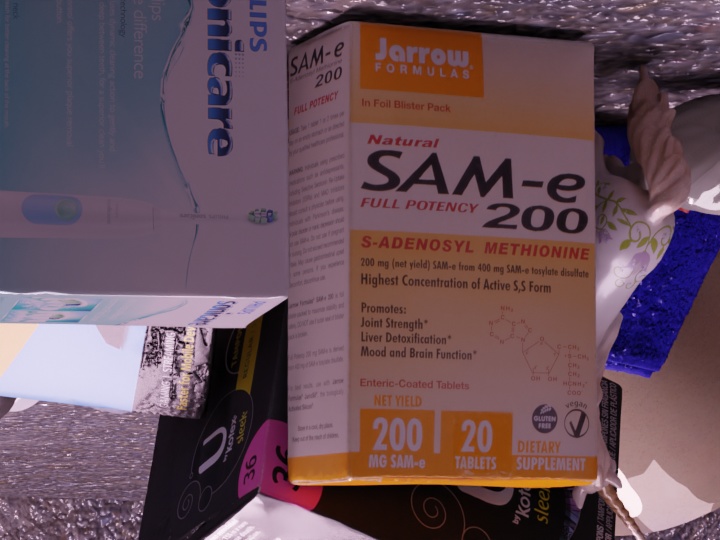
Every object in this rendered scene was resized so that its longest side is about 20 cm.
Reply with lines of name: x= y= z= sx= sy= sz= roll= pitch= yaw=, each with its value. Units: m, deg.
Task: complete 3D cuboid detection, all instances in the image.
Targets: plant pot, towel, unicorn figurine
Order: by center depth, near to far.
unicorn figurine: x=0.103 y=0.013 z=1.248 sx=0.073 sy=0.138 sz=0.201 roll=-2 pitch=127 yaw=-23
towel: x=0.108 y=-0.009 z=1.371 sx=0.199 sy=0.148 sz=0.050 roll=5 pitch=-148 yaw=-39
plant pot: x=0.157 y=0.037 z=1.569 sx=0.199 sy=0.201 sz=0.135 roll=-8 pitch=133 yaw=34

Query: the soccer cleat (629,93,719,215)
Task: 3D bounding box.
soccer cleat: x=0.228 y=-0.068 z=1.255 sx=0.198 sy=0.070 sz=0.078 roll=-2 pitch=152 yaw=6

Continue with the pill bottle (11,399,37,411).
pill bottle: x=-0.287 y=0.041 z=1.668 sx=0.111 sy=0.113 sz=0.199 roll=-8 pitch=168 yaw=36

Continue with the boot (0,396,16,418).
boot: x=-0.292 y=0.017 z=1.436 sx=0.199 sy=0.074 sz=0.151 roll=5 pitch=-148 yaw=-19

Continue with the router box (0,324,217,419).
router box: x=-0.132 y=-0.021 z=1.182 sx=0.148 sy=0.051 sz=0.201 roll=7 pitch=137 yaw=-3

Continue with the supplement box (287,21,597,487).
supplement box: x=0.037 y=-0.004 z=1.179 sx=0.125 sy=0.202 sz=0.073 roll=2 pitch=173 yaw=-24

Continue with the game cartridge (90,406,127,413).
game cartridge: x=-0.199 y=-0.004 z=1.326 sx=0.199 sy=0.042 sz=0.133 roll=24 pitch=156 yaw=10

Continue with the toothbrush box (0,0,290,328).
toothbrush box: x=-0.131 y=-0.056 z=1.022 sx=0.199 sy=0.148 sz=0.085 roll=0 pitch=171 yaw=-14

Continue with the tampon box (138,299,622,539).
tampon box: x=0.011 y=0.103 z=1.288 sx=0.199 sy=0.151 sz=0.126 roll=25 pitch=141 yaw=-24
